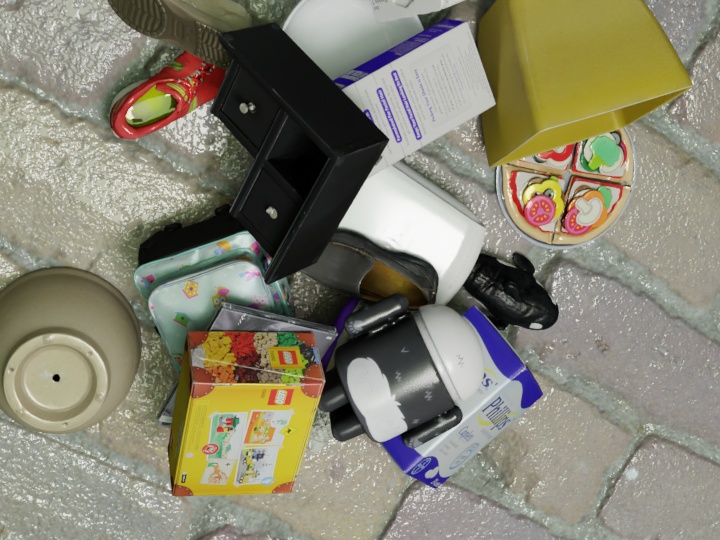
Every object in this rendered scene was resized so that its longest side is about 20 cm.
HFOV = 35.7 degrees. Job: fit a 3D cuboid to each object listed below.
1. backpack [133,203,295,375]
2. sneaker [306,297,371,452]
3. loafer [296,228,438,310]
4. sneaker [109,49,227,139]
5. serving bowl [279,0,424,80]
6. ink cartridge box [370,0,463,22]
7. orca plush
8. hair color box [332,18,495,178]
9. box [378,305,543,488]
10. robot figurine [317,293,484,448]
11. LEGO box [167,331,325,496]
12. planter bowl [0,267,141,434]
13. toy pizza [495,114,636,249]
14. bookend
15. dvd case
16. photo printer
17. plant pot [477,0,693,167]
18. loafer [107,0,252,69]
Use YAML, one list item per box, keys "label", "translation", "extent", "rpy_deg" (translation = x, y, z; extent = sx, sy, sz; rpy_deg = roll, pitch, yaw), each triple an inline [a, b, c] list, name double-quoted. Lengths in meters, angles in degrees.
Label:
- label: "backpack"
  translation: [-0.166, 0.048, 1.354]
  extent: [0.174, 0.154, 0.202]
  rpy_deg: [-19, 122, 1]
- label: "sneaker"
  translation: [-0.055, 0.113, 1.388]
  extent: [0.069, 0.099, 0.202]
  rpy_deg: [23, 91, -59]
- label: "loafer"
  translation: [0.000, 0.000, 1.340]
  extent: [0.197, 0.072, 0.074]
  rpy_deg: [12, 108, -3]
- label: "sneaker"
  translation: [-0.205, -0.212, 1.308]
  extent: [0.199, 0.085, 0.077]
  rpy_deg: [-37, 110, 0]
- label: "serving bowl"
  translation: [-0.019, -0.247, 1.342]
  extent: [0.197, 0.066, 0.203]
  rpy_deg: [-6, 106, -23]
- label: "ink cartridge box"
  translation: [0.118, -0.358, 1.272]
  extent: [0.199, 0.145, 0.085]
  rpy_deg: [-28, 108, -29]
- label: "orca plush"
  translation: [0.187, 0.007, 1.452]
  extent: [0.105, 0.071, 0.200]
  rpy_deg: [-43, 97, -16]
- label: "hair color box"
  translation: [0.050, -0.201, 1.313]
  extent: [0.199, 0.065, 0.110]
  rpy_deg: [-31, 115, -15]
- label: "box"
  translation: [0.119, 0.167, 1.425]
  extent: [0.200, 0.184, 0.105]
  rpy_deg: [-42, 67, 1]
- label: "robot figurine"
  translation: [0.046, 0.120, 1.294]
  extent: [0.198, 0.126, 0.151]
  rpy_deg: [-26, 147, 3]
- label: "LEGO box"
  translation: [-0.135, 0.167, 1.282]
  extent: [0.147, 0.078, 0.202]
  rpy_deg: [2, 132, -18]
- label: "planter bowl"
  translation: [-0.360, 0.112, 1.338]
  extent: [0.197, 0.135, 0.203]
  rpy_deg: [-3, 107, -11]
- label: "toy pizza"
  translation: [0.274, -0.124, 1.467]
  extent: [0.197, 0.032, 0.203]
  rpy_deg: [-3, 106, -12]
- label: "bookend"
  translation: [-0.099, -0.131, 1.254]
  extent: [0.200, 0.092, 0.199]
  rpy_deg: [47, 130, 16]
- label: "dvd case"
  translation: [-0.135, 0.125, 1.309]
  extent: [0.147, 0.016, 0.201]
  rpy_deg: [14, 128, -28]
- label: "photo printer"
  translation: [0.048, -0.039, 1.404]
  extent: [0.199, 0.070, 0.167]
  rpy_deg: [33, 100, -9]
- label: "plant pot"
  translation: [0.242, -0.251, 1.337]
  extent: [0.197, 0.200, 0.179]
  rpy_deg: [-18, 87, -12]
- label: "loafer"
  translation: [-0.208, -0.301, 1.279]
  extent: [0.199, 0.068, 0.076]
  rpy_deg: [33, 138, 6]
